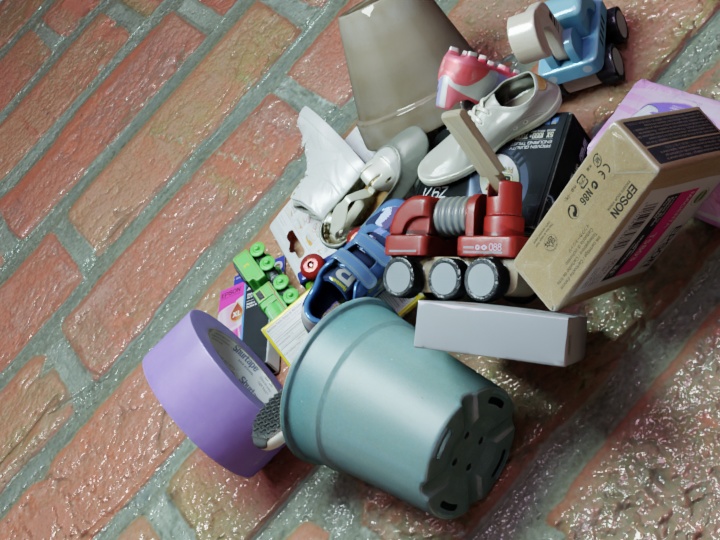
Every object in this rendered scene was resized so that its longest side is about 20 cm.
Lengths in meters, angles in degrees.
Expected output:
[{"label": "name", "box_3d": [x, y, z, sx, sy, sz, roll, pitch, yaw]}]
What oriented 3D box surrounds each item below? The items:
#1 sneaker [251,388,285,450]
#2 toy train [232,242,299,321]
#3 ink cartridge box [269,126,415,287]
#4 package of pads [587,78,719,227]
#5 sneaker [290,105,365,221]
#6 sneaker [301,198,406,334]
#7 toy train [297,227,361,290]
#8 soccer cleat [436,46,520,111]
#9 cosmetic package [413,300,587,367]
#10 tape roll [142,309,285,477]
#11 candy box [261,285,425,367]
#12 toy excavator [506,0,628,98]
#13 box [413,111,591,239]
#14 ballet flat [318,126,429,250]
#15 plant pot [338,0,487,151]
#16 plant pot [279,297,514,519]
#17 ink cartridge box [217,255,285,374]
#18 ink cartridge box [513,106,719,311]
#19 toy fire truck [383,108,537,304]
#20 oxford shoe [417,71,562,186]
[{"label": "sneaker", "box_3d": [-0.036, 0.160, 1.350, 0.070, 0.094, 0.199, -3, 32, 50]}, {"label": "toy train", "box_3d": [-0.110, 0.039, 1.551, 0.056, 0.042, 0.201, -35, 54, -4]}, {"label": "ink cartridge box", "box_3d": [-0.026, -0.082, 1.617, 0.200, 0.050, 0.163, -49, 40, 13]}, {"label": "package of pads", "box_3d": [0.361, -0.130, 1.289, 0.121, 0.076, 0.199, -51, 41, -7]}, {"label": "sneaker", "box_3d": [-0.064, -0.142, 1.600, 0.116, 0.074, 0.200, -46, 42, 6]}, {"label": "sneaker", "box_3d": [0.000, 0.000, 1.379, 0.074, 0.082, 0.201, 35, 89, 15]}, {"label": "toy train", "box_3d": [0.026, 0.007, 1.475, 0.198, 0.085, 0.117, -28, 60, 10]}, {"label": "soccer cleat", "box_3d": [0.164, -0.224, 1.460, 0.066, 0.199, 0.078, 27, 102, 38]}, {"label": "cosmetic package", "box_3d": [0.150, 0.062, 1.194, 0.148, 0.200, 0.053, 4, 89, 16]}, {"label": "tape roll", "box_3d": [-0.168, 0.149, 1.422, 0.085, 0.200, 0.201, -42, 41, 6]}, {"label": "candy box", "box_3d": [-0.016, 0.050, 1.430, 0.199, 0.026, 0.103, -40, 74, 2]}, {"label": "toy excavator", "box_3d": [0.242, -0.290, 1.423, 0.099, 0.200, 0.197, -13, 50, 33]}, {"label": "box", "box_3d": [0.171, -0.096, 1.417, 0.198, 0.086, 0.166, 1, 60, 41]}, {"label": "ballet flat", "box_3d": [0.015, -0.100, 1.477, 0.201, 0.063, 0.068, -52, 59, 28]}, {"label": "plant pot", "box_3d": [0.059, -0.283, 1.540, 0.198, 0.175, 0.200, -25, 16, 7]}, {"label": "plant pot", "box_3d": [0.049, 0.156, 1.252, 0.195, 0.200, 0.202, 24, 75, 40]}, {"label": "ink cartridge box", "box_3d": [-0.153, 0.065, 1.606, 0.094, 0.037, 0.202, -22, 45, 25]}, {"label": "ink cartridge box", "box_3d": [0.271, -0.063, 1.182, 0.075, 0.163, 0.201, 51, 133, 25]}, {"label": "toy fire truck", "box_3d": [0.108, -0.068, 1.299, 0.174, 0.128, 0.204, 2, 88, 40]}, {"label": "oxford shoe", "box_3d": [0.147, -0.173, 1.390, 0.199, 0.058, 0.076, -33, 44, 17]}]
